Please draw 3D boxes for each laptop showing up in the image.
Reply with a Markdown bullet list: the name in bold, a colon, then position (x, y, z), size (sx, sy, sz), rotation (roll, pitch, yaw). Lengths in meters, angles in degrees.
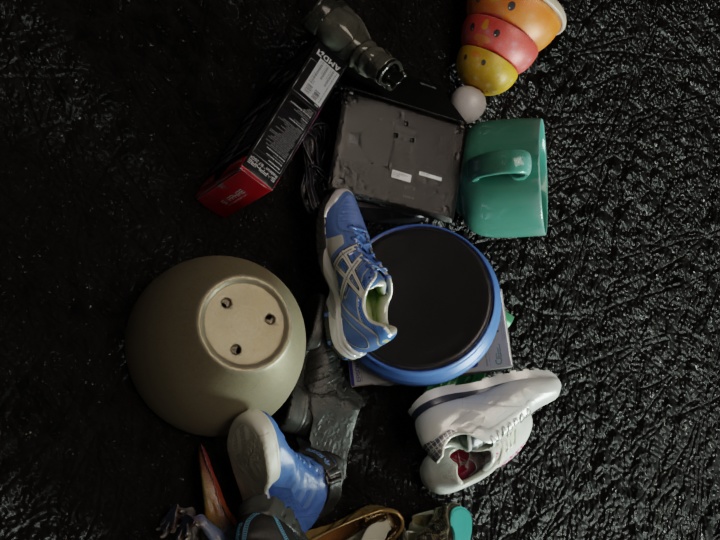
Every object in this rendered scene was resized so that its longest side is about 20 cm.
- **laptop**: position (0.033, -0.170, 1.525), size (0.177, 0.103, 0.201), rotation (13, 81, -25)

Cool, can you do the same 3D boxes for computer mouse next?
- **computer mouse**: position (0.008, -0.108, 1.516), size (0.199, 0.053, 0.139), rotation (11, 61, -25)

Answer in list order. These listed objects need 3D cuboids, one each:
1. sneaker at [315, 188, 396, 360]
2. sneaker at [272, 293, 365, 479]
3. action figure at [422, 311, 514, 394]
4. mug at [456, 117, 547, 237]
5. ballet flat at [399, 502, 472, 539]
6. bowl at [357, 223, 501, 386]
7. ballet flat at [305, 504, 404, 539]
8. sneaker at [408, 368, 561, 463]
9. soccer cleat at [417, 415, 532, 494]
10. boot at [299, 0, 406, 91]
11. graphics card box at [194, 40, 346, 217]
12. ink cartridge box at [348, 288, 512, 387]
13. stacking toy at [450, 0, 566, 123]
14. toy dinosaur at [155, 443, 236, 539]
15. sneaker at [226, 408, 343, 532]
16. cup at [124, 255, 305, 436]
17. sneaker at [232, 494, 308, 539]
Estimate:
- **sneaker**: position (0.000, 0.000, 1.405), size (0.076, 0.077, 0.201), rotation (5, 73, -52)
- **sneaker**: position (-0.040, 0.136, 1.421), size (0.104, 0.060, 0.201), rotation (23, 72, -26)
- **action figure**: position (0.118, 0.125, 1.532), size (0.118, 0.055, 0.201), rotation (29, 71, -27)
- **mug**: position (0.178, -0.128, 1.562), size (0.185, 0.114, 0.152), rotation (73, 20, -50)
- **ballet flat**: position (0.085, 0.313, 1.431), size (0.200, 0.075, 0.068), rotation (0, 90, -79)
- **bowl**: position (0.069, 0.037, 1.458), size (0.200, 0.039, 0.202), rotation (-1, 71, 4)
- **ballet flat**: position (-0.032, 0.318, 1.378), size (0.200, 0.063, 0.069), rotation (-26, 94, -35)
- **sneaker**: position (0.158, 0.176, 1.468), size (0.199, 0.077, 0.081), rotation (-13, 58, -18)
- **soccer cleat**: position (0.162, 0.223, 1.518), size (0.200, 0.086, 0.070), rotation (-27, 95, -36)
- **boot**: position (-0.002, -0.262, 1.463), size (0.131, 0.200, 0.068), rotation (42, 99, 0)
- **graphics card box**: position (-0.103, -0.162, 1.406), size (0.051, 0.125, 0.200), rotation (37, 61, -18)
- **ink cartridge box**: position (0.081, 0.084, 1.487), size (0.199, 0.039, 0.100), rotation (-7, 79, 2)
- **stacking toy**: position (0.179, -0.287, 1.644), size (0.146, 0.146, 0.201), rotation (29, 79, -25)
- **toy dinosaur**: position (-0.121, 0.311, 1.295), size (0.181, 0.105, 0.201), rotation (35, 60, -24)
- **sneaker**: position (-0.075, 0.210, 1.324), size (0.111, 0.077, 0.201), rotation (-32, 131, -32)
- **cup**: position (-0.139, 0.069, 1.290), size (0.199, 0.143, 0.201), rotation (5, 76, -19)
- **sneaker**: position (-0.061, 0.324, 1.278), size (0.200, 0.073, 0.082), rotation (41, 36, -19)
